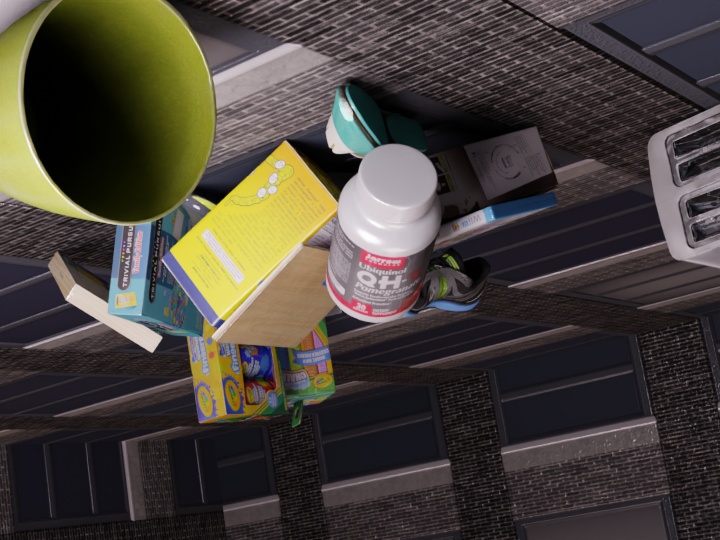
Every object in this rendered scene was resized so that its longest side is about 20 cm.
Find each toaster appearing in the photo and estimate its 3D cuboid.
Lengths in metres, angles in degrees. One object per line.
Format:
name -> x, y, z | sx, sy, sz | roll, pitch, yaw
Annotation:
toaster -> 0.468, -0.109, 1.619 | 0.118, 0.183, 0.199 | 6, 160, -42

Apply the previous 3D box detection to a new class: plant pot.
plant pot -> -0.251, -0.129, 1.051 | 0.199, 0.189, 0.186 | 0, 177, 44

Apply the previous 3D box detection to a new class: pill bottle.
pill bottle -> 0.026, -0.041, 1.362 | 0.110, 0.111, 0.201 | -7, 147, -12

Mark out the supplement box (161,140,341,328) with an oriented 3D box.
supplement box -> -0.109, -0.033, 1.482 | 0.200, 0.110, 0.109 | -42, 160, 7

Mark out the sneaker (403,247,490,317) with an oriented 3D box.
sneaker -> 0.088, 0.008, 1.605 | 0.199, 0.071, 0.083 | -3, 130, -45

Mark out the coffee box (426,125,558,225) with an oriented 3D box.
coffee box -> 0.118, -0.098, 1.525 | 0.199, 0.080, 0.113 | -18, 175, -27

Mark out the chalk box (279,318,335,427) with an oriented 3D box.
chalk box -> -0.127, 0.202, 2.505 | 0.123, 0.202, 0.125 | -5, 167, -20

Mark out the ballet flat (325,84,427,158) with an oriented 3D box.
ballet flat -> 0.004, -0.143, 1.359 | 0.070, 0.068, 0.200 | -23, 165, 22

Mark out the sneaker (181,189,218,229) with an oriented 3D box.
sneaker -> -0.179, -0.017, 1.588 | 0.081, 0.074, 0.201 | -41, 132, -17

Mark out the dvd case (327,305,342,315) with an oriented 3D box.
dvd case -> -0.081, 0.007, 1.776 | 0.149, 0.025, 0.201 | -13, -148, 18

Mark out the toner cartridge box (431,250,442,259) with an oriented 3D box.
toner cartridge box -> 0.000, 0.000, 1.646 | 0.199, 0.044, 0.095 | -11, 169, -30

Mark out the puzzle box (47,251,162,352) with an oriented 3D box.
puzzle box -> -0.335, 0.039, 1.672 | 0.133, 0.026, 0.200 | 34, 180, -23

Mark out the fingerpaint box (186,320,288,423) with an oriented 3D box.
fingerpaint box -> -0.218, 0.161, 2.257 | 0.073, 0.202, 0.166 | -19, 164, 35

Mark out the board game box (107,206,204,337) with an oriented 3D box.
board game box -> -0.244, -0.006, 1.587 | 0.046, 0.152, 0.200 | 2, 170, 15

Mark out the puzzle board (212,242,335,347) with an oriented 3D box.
puzzle board -> -0.075, 0.030, 1.491 | 0.151, 0.017, 0.200 | -47, 160, 13

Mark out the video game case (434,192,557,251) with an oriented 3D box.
video game case -> 0.114, -0.045, 1.502 | 0.199, 0.018, 0.143 | -22, 175, 39

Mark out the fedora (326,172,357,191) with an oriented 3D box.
fedora -> -0.039, -0.067, 1.616 | 0.198, 0.091, 0.177 | -18, 168, 5
